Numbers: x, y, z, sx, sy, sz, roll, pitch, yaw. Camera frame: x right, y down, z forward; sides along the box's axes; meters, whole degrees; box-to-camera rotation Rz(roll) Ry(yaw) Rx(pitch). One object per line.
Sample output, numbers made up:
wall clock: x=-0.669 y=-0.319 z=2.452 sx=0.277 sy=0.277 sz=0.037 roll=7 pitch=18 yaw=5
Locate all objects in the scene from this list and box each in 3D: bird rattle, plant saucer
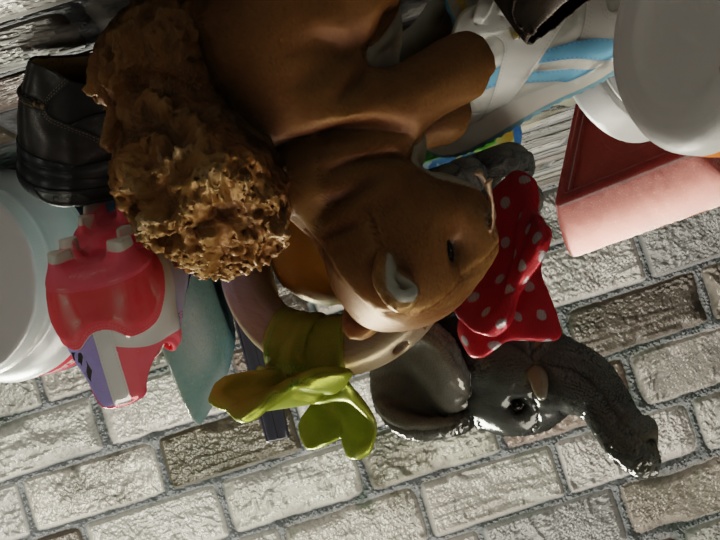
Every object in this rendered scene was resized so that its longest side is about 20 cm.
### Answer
bird rattle: x=0.000 y=0.000 z=0.949 sx=0.200 sy=0.163 sz=0.113 roll=-40 pitch=157 yaw=13
plant saucer: x=0.201 y=-0.124 z=1.211 sx=0.037 sy=0.200 sz=0.200 roll=22 pitch=159 yaw=-23
plant saucer: x=-0.111 y=-0.005 z=1.137 sx=0.039 sy=0.201 sz=0.201 roll=-16 pitch=177 yaw=-1

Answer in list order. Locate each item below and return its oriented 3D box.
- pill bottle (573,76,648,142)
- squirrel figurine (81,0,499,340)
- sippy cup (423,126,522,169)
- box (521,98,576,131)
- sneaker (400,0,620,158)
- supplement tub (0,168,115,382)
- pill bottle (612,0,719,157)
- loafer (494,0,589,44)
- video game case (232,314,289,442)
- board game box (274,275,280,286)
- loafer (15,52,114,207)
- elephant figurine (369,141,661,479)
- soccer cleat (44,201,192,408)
pill bottle: x=0.215 y=-0.151 z=1.048 sx=0.113 sy=0.113 sz=0.200 roll=-15 pitch=171 yaw=-40
squirrel figurine: x=-0.029 y=-0.053 z=0.861 sx=0.200 sy=0.187 sz=0.142 roll=-16 pitch=177 yaw=-21
sippy cup: x=0.030 y=-0.085 z=1.188 sx=0.130 sy=0.140 sz=0.178 roll=-21 pitch=-139 yaw=-19
box: x=0.093 y=-0.130 z=1.292 sx=0.082 sy=0.068 sz=0.200 roll=-17 pitch=177 yaw=-22
sneaker: x=0.093 y=-0.140 z=1.007 sx=0.200 sy=0.077 sz=0.081 roll=-35 pitch=132 yaw=22
supplement tub: x=-0.215 y=0.000 z=1.228 sx=0.140 sy=0.141 sz=0.200 roll=-19 pitch=177 yaw=23
pill bottle: x=0.230 y=-0.106 z=0.881 sx=0.200 sy=0.110 sz=0.110 roll=0 pitch=168 yaw=-32
loafer: x=0.153 y=-0.168 z=0.914 sx=0.200 sy=0.071 sz=0.073 roll=-19 pitch=177 yaw=30
video game case: x=-0.080 y=0.002 z=1.191 sx=0.019 sy=0.143 sz=0.200 roll=-14 pitch=-153 yaw=-2
board game box: x=-0.030 y=-0.059 z=1.323 sx=0.135 sy=0.028 sz=0.200 roll=-16 pitch=-150 yaw=-12
loafer: x=-0.083 y=-0.093 z=0.946 sx=0.200 sy=0.072 sz=0.073 roll=-19 pitch=-142 yaw=-28
elephant figurine: x=0.066 y=0.039 z=1.049 sx=0.141 sy=0.200 sz=0.155 roll=-20 pitch=-178 yaw=-4
soccer cleat: x=-0.110 y=0.007 z=0.895 sx=0.067 sy=0.077 sz=0.200 roll=-9 pitch=-169 yaw=5
